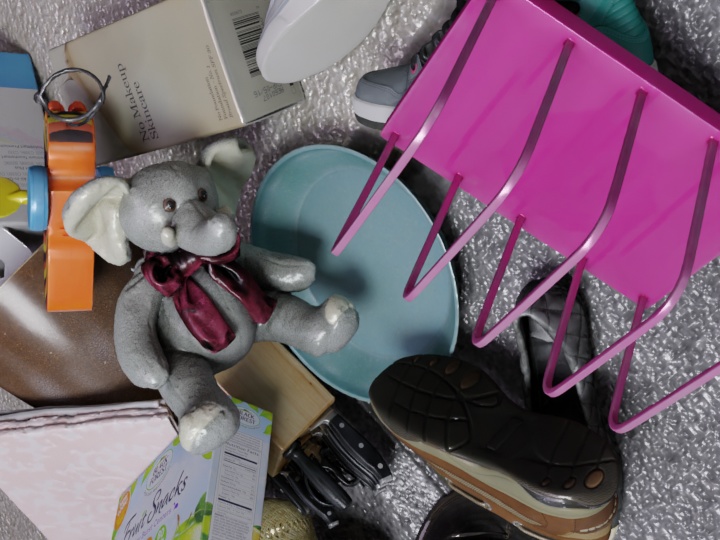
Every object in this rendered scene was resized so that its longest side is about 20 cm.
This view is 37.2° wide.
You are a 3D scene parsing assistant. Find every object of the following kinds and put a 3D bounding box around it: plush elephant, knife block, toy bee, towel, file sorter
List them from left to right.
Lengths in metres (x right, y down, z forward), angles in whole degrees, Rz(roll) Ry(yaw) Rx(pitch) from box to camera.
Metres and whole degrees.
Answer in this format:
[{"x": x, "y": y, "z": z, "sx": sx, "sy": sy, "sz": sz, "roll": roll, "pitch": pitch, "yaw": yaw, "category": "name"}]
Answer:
[{"x": -0.213, "y": -0.075, "z": 0.810, "sx": 0.201, "sy": 0.129, "sz": 0.109, "roll": -56, "pitch": 34, "yaw": 24, "category": "toy bee"}, {"x": -0.216, "y": 0.177, "z": 0.924, "sx": 0.197, "sy": 0.033, "sz": 0.192, "roll": -6, "pitch": 137, "yaw": 14, "category": "towel"}, {"x": -0.115, "y": -0.008, "z": 0.752, "sx": 0.199, "sy": 0.164, "sz": 0.157, "roll": 32, "pitch": 142, "yaw": 40, "category": "plush elephant"}, {"x": -0.064, "y": 0.108, "z": 0.853, "sx": 0.174, "sy": 0.064, "sz": 0.202, "roll": 12, "pitch": 135, "yaw": 48, "category": "knife block"}, {"x": 0.103, "y": -0.026, "z": 0.566, "sx": 0.198, "sy": 0.126, "sz": 0.139, "roll": 32, "pitch": 142, "yaw": -6, "category": "file sorter"}]

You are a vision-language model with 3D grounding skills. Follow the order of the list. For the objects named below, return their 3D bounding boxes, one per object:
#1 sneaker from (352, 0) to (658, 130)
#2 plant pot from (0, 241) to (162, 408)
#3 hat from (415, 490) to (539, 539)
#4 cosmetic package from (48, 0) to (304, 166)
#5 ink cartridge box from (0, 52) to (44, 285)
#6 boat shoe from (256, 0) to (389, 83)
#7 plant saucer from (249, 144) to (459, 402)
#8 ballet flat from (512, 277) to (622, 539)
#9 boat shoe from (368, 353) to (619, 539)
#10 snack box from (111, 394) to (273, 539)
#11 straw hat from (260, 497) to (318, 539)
[{"x": 0.069, "y": -0.149, "z": 0.625, "sx": 0.197, "sy": 0.084, "sz": 0.122, "roll": -1, "pitch": 115, "yaw": 34, "category": "sneaker"}, {"x": -0.224, "y": 0.070, "z": 0.947, "sx": 0.200, "sy": 0.187, "sz": 0.186, "roll": 46, "pitch": 136, "yaw": -9, "category": "plant pot"}, {"x": 0.083, "y": 0.251, "z": 0.774, "sx": 0.199, "sy": 0.080, "sz": 0.204, "roll": -9, "pitch": 78, "yaw": 45, "category": "hat"}, {"x": -0.146, "y": -0.151, "z": 0.826, "sx": 0.198, "sy": 0.073, "sz": 0.105, "roll": -8, "pitch": 106, "yaw": 43, "category": "cosmetic package"}, {"x": -0.359, "y": -0.080, "z": 0.972, "sx": 0.128, "sy": 0.124, "sz": 0.203, "roll": -37, "pitch": 64, "yaw": 44, "category": "ink cartridge box"}, {"x": -0.018, "y": -0.205, "z": 0.694, "sx": 0.200, "sy": 0.071, "sz": 0.069, "roll": -52, "pitch": 53, "yaw": 50, "category": "boat shoe"}, {"x": 0.000, "y": 0.000, "z": 0.797, "sx": 0.198, "sy": 0.036, "sz": 0.203, "roll": 20, "pitch": 123, "yaw": 34, "category": "plant saucer"}, {"x": 0.131, "y": 0.102, "z": 0.715, "sx": 0.066, "sy": 0.057, "sz": 0.203, "roll": 0, "pitch": 110, "yaw": 42, "category": "ballet flat"}, {"x": 0.082, "y": 0.123, "z": 0.701, "sx": 0.199, "sy": 0.075, "sz": 0.075, "roll": 27, "pitch": 143, "yaw": 46, "category": "boat shoe"}, {"x": -0.138, "y": 0.204, "z": 0.814, "sx": 0.052, "sy": 0.144, "sz": 0.200, "roll": 24, "pitch": 135, "yaw": -22, "category": "snack box"}, {"x": -0.082, "y": 0.237, "z": 0.905, "sx": 0.200, "sy": 0.199, "sz": 0.086, "roll": -32, "pitch": 68, "yaw": 45, "category": "straw hat"}]
